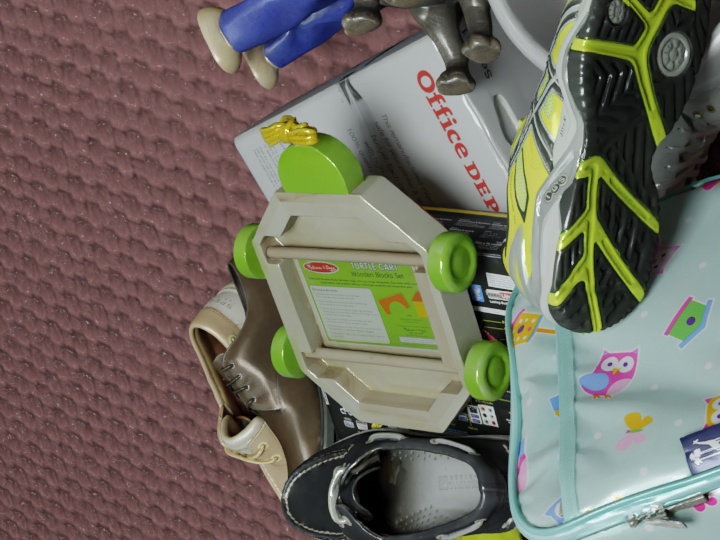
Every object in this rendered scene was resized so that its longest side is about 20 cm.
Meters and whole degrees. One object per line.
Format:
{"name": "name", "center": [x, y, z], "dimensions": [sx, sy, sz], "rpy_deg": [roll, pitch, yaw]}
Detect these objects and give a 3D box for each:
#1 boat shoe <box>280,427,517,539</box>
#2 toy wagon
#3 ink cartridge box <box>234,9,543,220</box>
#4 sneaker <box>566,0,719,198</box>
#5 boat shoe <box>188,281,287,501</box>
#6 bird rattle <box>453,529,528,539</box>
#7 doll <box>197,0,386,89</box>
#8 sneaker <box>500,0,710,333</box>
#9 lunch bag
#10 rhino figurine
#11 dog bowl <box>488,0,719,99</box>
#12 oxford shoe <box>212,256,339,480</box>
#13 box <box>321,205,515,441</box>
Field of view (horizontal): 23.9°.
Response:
{"name": "boat shoe", "center": [0.018, 0.130, 0.996], "dimensions": [0.199, 0.060, 0.074], "rpy_deg": [-5, 85, 43]}
{"name": "toy wagon", "center": [0.000, 0.000, 0.942], "dimensions": [0.155, 0.040, 0.201], "rpy_deg": [4, 123, 40]}
{"name": "ink cartridge box", "center": [0.038, -0.063, 1.031], "dimensions": [0.200, 0.084, 0.147], "rpy_deg": [-21, 103, 48]}
{"name": "sneaker", "center": [0.171, -0.070, 0.907], "dimensions": [0.115, 0.074, 0.201], "rpy_deg": [11, 122, 43]}
{"name": "boat shoe", "center": [-0.077, 0.109, 1.269], "dimensions": [0.073, 0.069, 0.201], "rpy_deg": [-6, 111, 46]}
{"name": "bird rattle", "center": [0.112, 0.180, 1.076], "dimensions": [0.200, 0.164, 0.113], "rpy_deg": [33, 128, -23]}
{"name": "doll", "center": [0.003, -0.173, 0.960], "dimensions": [0.199, 0.136, 0.049], "rpy_deg": [-29, 68, 24]}
{"name": "sneaker", "center": [0.103, -0.076, 0.787], "dimensions": [0.076, 0.075, 0.201], "rpy_deg": [27, 105, 56]}
{"name": "lunch bag", "center": [0.143, 0.055, 0.801], "dimensions": [0.160, 0.201, 0.077], "rpy_deg": [-23, 126, 23]}
{"name": "rhino figurine", "center": [0.009, -0.164, 0.848], "dimensions": [0.060, 0.200, 0.088], "rpy_deg": [-18, 64, 29]}
{"name": "dog bowl", "center": [0.139, -0.174, 0.828], "dimensions": [0.199, 0.058, 0.201], "rpy_deg": [6, 99, 41]}
{"name": "oxford shoe", "center": [-0.057, 0.082, 1.162], "dimensions": [0.073, 0.084, 0.201], "rpy_deg": [113, 150, -74]}
{"name": "box", "center": [0.054, 0.041, 0.994], "dimensions": [0.199, 0.049, 0.160], "rpy_deg": [7, 124, 38]}
